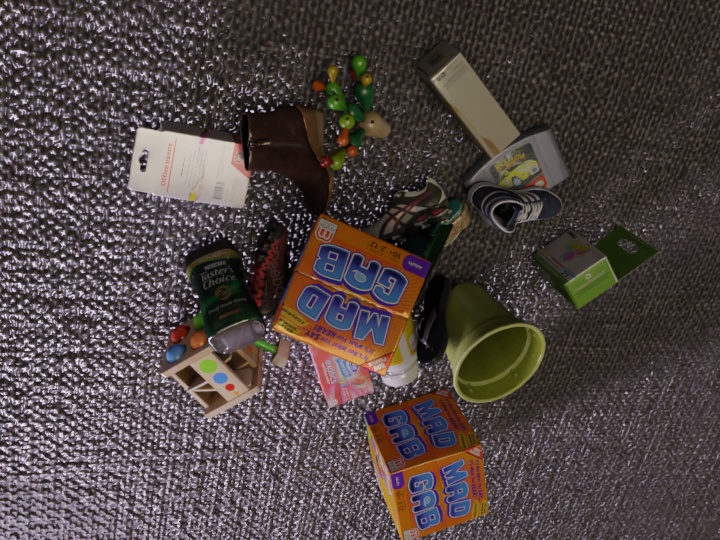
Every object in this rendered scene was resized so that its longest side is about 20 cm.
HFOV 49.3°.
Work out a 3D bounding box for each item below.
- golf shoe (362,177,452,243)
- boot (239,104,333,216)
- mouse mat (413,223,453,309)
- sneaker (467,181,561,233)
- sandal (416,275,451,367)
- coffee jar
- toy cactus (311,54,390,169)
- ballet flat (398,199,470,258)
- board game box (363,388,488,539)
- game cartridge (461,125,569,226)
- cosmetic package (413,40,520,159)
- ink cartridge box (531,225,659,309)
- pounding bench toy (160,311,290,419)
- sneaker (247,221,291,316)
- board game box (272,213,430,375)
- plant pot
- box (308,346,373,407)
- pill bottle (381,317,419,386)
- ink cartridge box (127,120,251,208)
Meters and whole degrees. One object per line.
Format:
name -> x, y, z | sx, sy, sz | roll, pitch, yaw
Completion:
golf shoe -> 0.073, -0.102, 1.499 | 0.199, 0.077, 0.089 | -22, 83, 9
boot -> -0.131, -0.182, 1.358 | 0.166, 0.072, 0.202 | -16, 108, -39
mouse mat -> 0.120, -0.009, 1.404 | 0.007, 0.200, 0.162 | 24, 92, -3
sneaker -> 0.311, -0.115, 1.494 | 0.198, 0.109, 0.071 | 6, 115, -19
sandal -> 0.136, 0.099, 1.556 | 0.043, 0.201, 0.076 | 28, 143, -29
coffee jar -> -0.244, 0.041, 1.395 | 0.104, 0.201, 0.086 | -23, 146, -5
toy cactus -> -0.012, -0.264, 1.369 | 0.165, 0.102, 0.202 | 15, 78, -53
ballet flat -> 0.141, -0.054, 1.540 | 0.200, 0.071, 0.065 | -41, 134, 10
board game box -> 0.140, 0.417, 1.694 | 0.198, 0.200, 0.201 | -16, 120, -9
game cartridge -> 0.303, -0.191, 1.537 | 0.199, 0.041, 0.134 | -33, 116, 1
cosmetic package -> 0.191, -0.305, 1.407 | 0.071, 0.105, 0.200 | -41, 118, 8
ink cartridge box -> 0.476, -0.033, 1.603 | 0.199, 0.148, 0.076 | -36, 119, 2
pounding bench toy -> -0.249, 0.146, 1.461 | 0.199, 0.125, 0.156 | -29, 121, 15
sneaker -> -0.159, 0.003, 1.472 | 0.097, 0.071, 0.202 | 9, 115, -20
board game box -> -0.023, 0.040, 1.351 | 0.198, 0.200, 0.201 | 23, 87, -6
plant pot -> 0.238, 0.128, 1.579 | 0.199, 0.185, 0.202 | -13, 130, -16
box -> -0.050, 0.157, 1.568 | 0.102, 0.095, 0.201 | -19, 120, -7
pill bottle -> 0.058, 0.132, 1.578 | 0.110, 0.111, 0.201 | -21, 119, -6
ink cartridge box -> -0.290, -0.184, 1.341 | 0.198, 0.068, 0.117 | 8, 113, -22
